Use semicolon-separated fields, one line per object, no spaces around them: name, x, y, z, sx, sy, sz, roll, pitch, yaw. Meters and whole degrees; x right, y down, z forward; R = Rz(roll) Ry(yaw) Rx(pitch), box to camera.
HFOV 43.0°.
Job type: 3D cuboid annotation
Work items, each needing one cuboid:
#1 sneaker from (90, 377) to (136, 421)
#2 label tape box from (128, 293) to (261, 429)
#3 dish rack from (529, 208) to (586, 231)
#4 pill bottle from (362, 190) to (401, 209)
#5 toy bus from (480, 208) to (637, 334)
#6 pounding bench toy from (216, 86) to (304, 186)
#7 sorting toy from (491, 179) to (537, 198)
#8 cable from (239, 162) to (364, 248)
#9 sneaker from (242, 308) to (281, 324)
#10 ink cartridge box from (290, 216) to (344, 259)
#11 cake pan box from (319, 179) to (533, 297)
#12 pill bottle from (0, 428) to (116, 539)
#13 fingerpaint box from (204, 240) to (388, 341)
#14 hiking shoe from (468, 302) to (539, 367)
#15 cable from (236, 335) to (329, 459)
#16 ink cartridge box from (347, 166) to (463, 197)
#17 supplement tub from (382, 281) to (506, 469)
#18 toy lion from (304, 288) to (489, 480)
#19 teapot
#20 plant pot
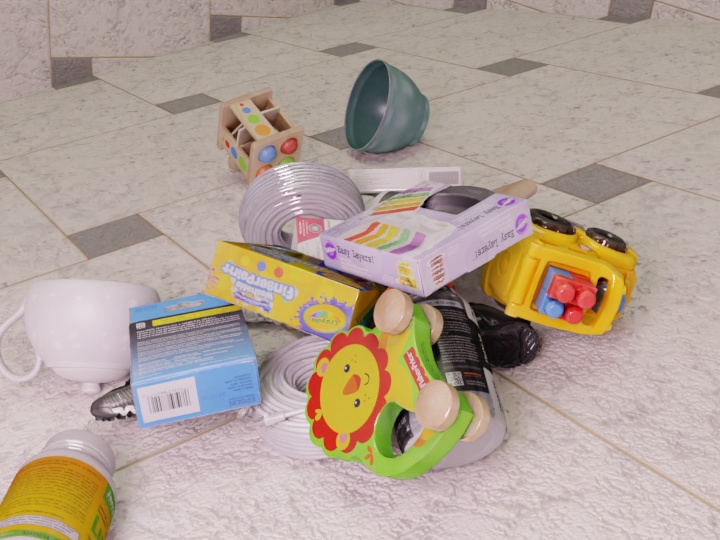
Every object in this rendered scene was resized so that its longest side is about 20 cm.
sneaker;-0.258;0.129;1.179;0.198;0.092;0.066;-18;-2;-27
label tape box;-0.204;0.101;1.110;0.142;0.064;0.200;-10;24;-11
dish rack;0.255;-0.062;1.423;0.198;0.044;0.171;17;-5;24
pill bottle;0.076;-0.071;1.502;0.198;0.112;0.110;11;30;32
toy bus;0.273;0.020;1.167;0.197;0.137;0.192;15;16;-11
pounding bench toy;-0.214;-0.250;1.947;0.123;0.201;0.156;-24;62;-29
sorting toy;0.130;-0.070;1.296;0.198;0.037;0.184;-10;16;44
cable;-0.089;-0.072;1.417;0.198;0.201;0.070;15;40;-24
sneaker;-0.132;0.044;1.365;0.197;0.075;0.087;-10;30;-5
ink cartridge box;0.000;0.000;1.333;0.197;0.086;0.147;5;37;-10
cake pan box;0.081;-0.045;1.101;0.199;0.053;0.183;-27;30;-31
pill bottle;-0.310;0.253;0.926;0.109;0.113;0.201;-6;26;2
fingerpaint box;-0.065;0.025;1.145;0.198;0.074;0.166;19;6;22
hiking shoe;0.135;0.086;1.224;0.197;0.077;0.101;5;18;3
cable;-0.039;0.150;1.124;0.197;0.070;0.201;-2;26;7
ink cartridge box;0.083;-0.144;1.619;0.197;0.045;0.176;-1;-5;6
supplement tub;0.085;0.110;1.036;0.121;0.123;0.202;-9;52;-4
toy lion;0.019;0.134;0.954;0.068;0.192;0.201;24;29;-39
teapot;-0.370;0.093;1.248;0.196;0.148;0.198;9;-10;-43
plant pot;0.068;-0.346;2.011;0.133;0.203;0.200;12;16;-27
